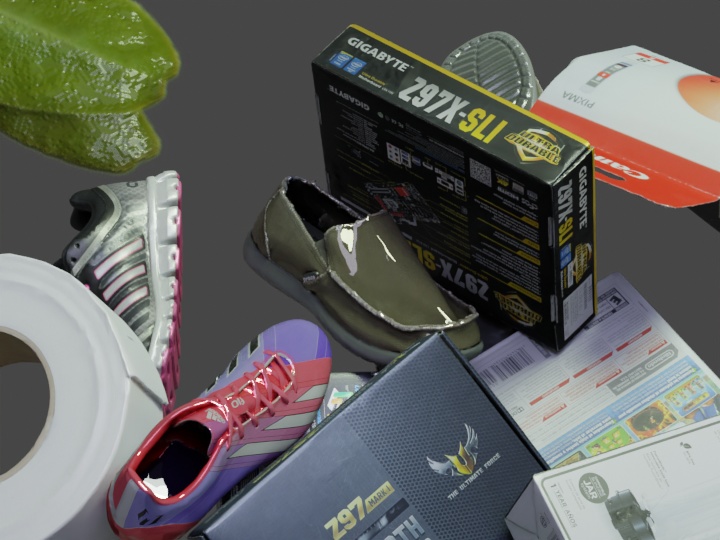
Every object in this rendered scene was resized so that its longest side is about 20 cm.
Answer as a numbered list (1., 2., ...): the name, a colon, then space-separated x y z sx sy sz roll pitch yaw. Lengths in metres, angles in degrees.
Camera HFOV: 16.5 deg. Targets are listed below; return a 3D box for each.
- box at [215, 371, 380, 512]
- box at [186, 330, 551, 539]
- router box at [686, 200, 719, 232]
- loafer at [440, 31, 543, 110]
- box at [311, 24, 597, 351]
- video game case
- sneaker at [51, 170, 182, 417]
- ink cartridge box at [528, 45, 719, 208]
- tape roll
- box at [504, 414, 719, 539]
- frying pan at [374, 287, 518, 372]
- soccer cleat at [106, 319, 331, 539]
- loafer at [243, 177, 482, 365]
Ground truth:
1. box: -0.012 0.164 1.576 0.158 0.046 0.202 -1 69 -7
2. box: 0.019 0.159 1.509 0.200 0.051 0.158 -39 93 -16
3. router box: 0.343 -0.045 1.709 0.149 0.051 0.200 -31 49 -21
4. loafer: 0.107 -0.082 1.735 0.075 0.070 0.201 -23 51 10
5. box: 0.062 -0.055 1.626 0.199 0.160 0.049 29 59 29
6. video game case: 0.170 0.103 1.604 0.143 0.018 0.200 -30 57 -17
7. sneaker: -0.162 0.023 1.638 0.087 0.074 0.201 1 60 -1
8. ink cartridge box: 0.192 -0.099 1.653 0.162 0.050 0.199 25 20 31
9. tape roll: -0.225 0.094 1.550 0.201 0.071 0.204 -6 69 15
10. box: 0.201 0.157 1.491 0.199 0.060 0.117 -16 65 -25
11. frying pan: 0.073 0.087 1.655 0.114 0.031 0.191 -7 60 -7
12. soccer cleat: -0.080 0.092 1.518 0.067 0.077 0.200 39 58 12
13. loafer: 0.000 0.000 1.621 0.199 0.070 0.075 31 32 34
